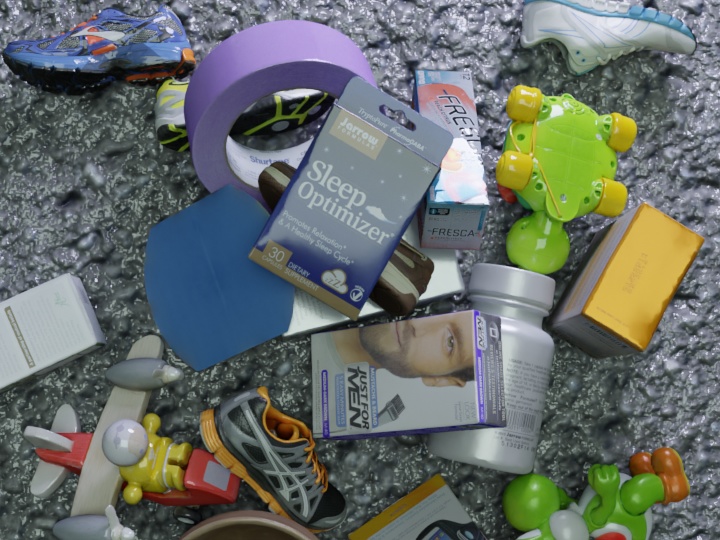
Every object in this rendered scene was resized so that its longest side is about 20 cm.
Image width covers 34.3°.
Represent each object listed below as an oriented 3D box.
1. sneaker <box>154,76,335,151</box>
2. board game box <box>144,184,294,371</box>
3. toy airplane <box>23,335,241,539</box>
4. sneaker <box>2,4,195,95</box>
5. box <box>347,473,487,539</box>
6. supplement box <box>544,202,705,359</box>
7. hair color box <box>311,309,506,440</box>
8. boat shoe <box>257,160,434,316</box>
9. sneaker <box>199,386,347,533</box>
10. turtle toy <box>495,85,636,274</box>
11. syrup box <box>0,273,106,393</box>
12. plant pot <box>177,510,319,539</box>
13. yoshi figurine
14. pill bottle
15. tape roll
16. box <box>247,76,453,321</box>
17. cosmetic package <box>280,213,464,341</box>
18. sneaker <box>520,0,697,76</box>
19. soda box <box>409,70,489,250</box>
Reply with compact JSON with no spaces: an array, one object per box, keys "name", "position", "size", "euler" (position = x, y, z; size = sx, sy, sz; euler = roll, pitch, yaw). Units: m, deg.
[{"name":"sneaker","position":[-0.122,-0.187,1.237],"size":[0.197,0.076,0.077],"euler":[-10,70,-13]},{"name":"board game box","position":[-0.138,0.006,1.203],"size":[0.199,0.039,0.160],"euler":[-25,84,33]},{"name":"toy airplane","position":[-0.241,0.181,1.158],"size":[0.197,0.142,0.201],"euler":[-27,69,-18]},{"name":"sneaker","position":[-0.276,-0.236,1.234],"size":[0.197,0.075,0.080],"euler":[-6,77,-14]},{"name":"box","position":[0.083,0.311,1.167],"size":[0.118,0.042,0.200],"euler":[-32,47,-6]},{"name":"supplement box","position":[0.264,0.017,1.188],"size":[0.073,0.200,0.127],"euler":[30,84,2]},{"name":"hair color box","position":[0.045,0.108,1.169],"size":[0.198,0.065,0.111],"euler":[-10,75,32]},{"name":"boat shoe","position":[-0.011,-0.045,1.170],"size":[0.202,0.075,0.075],"euler":[43,67,-4]},{"name":"sneaker","position":[-0.072,0.192,1.172],"size":[0.077,0.079,0.200],"euler":[-37,123,12]},{"name":"turtle toy","position":[0.202,-0.094,1.235],"size":[0.144,0.101,0.203],"euler":[15,72,-9]},{"name":"syrup box","position":[-0.367,0.081,1.188],"size":[0.198,0.079,0.082],"euler":[-24,88,-6]},{"name":"plant pot","position":[-0.108,0.329,1.173],"size":[0.198,0.093,0.204],"euler":[0,99,1]},{"name":"yoshi figurine","position":[0.229,0.232,1.208],"size":[0.198,0.112,0.114],"euler":[-22,122,-16]},{"name":"pill bottle","position":[0.141,0.101,1.213],"size":[0.113,0.114,0.203],"euler":[12,84,-4]},{"name":"tape roll","position":[-0.076,-0.149,1.173],"size":[0.197,0.201,0.066],"euler":[-14,51,-6]},{"name":"box","position":[-0.007,-0.070,1.106],"size":[0.120,0.032,0.202],"euler":[29,93,-3]},{"name":"cosmetic package","position":[0.000,0.000,1.230],"size":[0.197,0.071,0.103],"euler":[-14,84,-6]},{"name":"sneaker","position":[0.267,-0.252,1.283],"size":[0.197,0.075,0.088],"euler":[14,91,4]},{"name":"soda box","position":[0.088,-0.117,1.200],"size":[0.063,0.069,0.202],"euler":[1,49,-5]}]
